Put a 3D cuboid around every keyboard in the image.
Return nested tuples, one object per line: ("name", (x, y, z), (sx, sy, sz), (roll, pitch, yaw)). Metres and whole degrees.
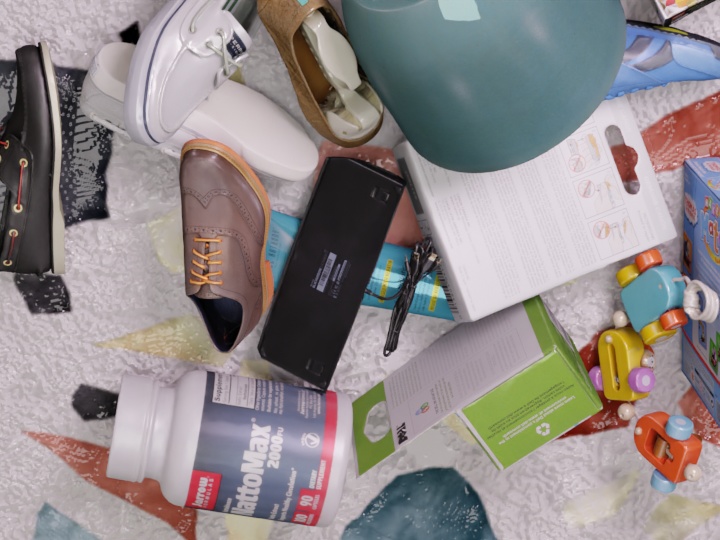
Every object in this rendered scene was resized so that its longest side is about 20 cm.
("keyboard", (-0.004, 0.011, 1.441), (0.127, 0.021, 0.200), (27, 110, 17))

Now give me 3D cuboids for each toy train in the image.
("toy train", (0.269, 0.081, 1.476), (0.056, 0.150, 0.200), (-9, 120, -32))

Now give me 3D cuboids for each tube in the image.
("tube", (0.000, 0.000, 1.476), (0.200, 0.050, 0.078), (12, 101, -2))

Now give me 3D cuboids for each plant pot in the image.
("plant pot", (0.079, -0.200, 1.293), (0.200, 0.201, 0.161), (-36, 138, 9))

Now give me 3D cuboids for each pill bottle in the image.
("pill bottle", (-0.114, 0.150, 1.481), (0.200, 0.120, 0.120), (9, 109, -7))

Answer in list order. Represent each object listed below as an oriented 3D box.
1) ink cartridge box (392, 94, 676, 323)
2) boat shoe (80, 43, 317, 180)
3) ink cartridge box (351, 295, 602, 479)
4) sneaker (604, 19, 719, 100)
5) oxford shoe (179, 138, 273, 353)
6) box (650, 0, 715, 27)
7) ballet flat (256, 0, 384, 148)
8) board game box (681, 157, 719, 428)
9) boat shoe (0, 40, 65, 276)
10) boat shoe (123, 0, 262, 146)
("ink cartridge box", (0.146, -0.064, 1.446), (0.200, 0.057, 0.163), (-22, 93, -17))
("boat shoe", (-0.135, -0.115, 1.406), (0.200, 0.072, 0.069), (19, 135, -19))
("ink cartridge box", (0.092, 0.115, 1.467), (0.200, 0.148, 0.076), (-35, 110, 10))
("sneaker", (0.212, -0.169, 1.411), (0.200, 0.066, 0.079), (9, 102, -2))
("oxford shoe", (-0.113, -0.018, 1.398), (0.071, 0.073, 0.200), (3, 133, 17))
("box", (0.308, -0.291, 1.370), (0.200, 0.035, 0.110), (-28, 84, 6))
("ballet flat", (-0.018, -0.154, 1.358), (0.068, 0.072, 0.200), (-38, 137, -10))
("board game box", (0.306, 0.022, 1.445), (0.037, 0.151, 0.200), (-5, 111, -3))
("boat shoe", (-0.274, -0.089, 1.404), (0.063, 0.074, 0.202), (-1, 115, -12))
("boat shoe", (-0.117, -0.183, 1.327), (0.067, 0.200, 0.074), (11, 157, 28))
